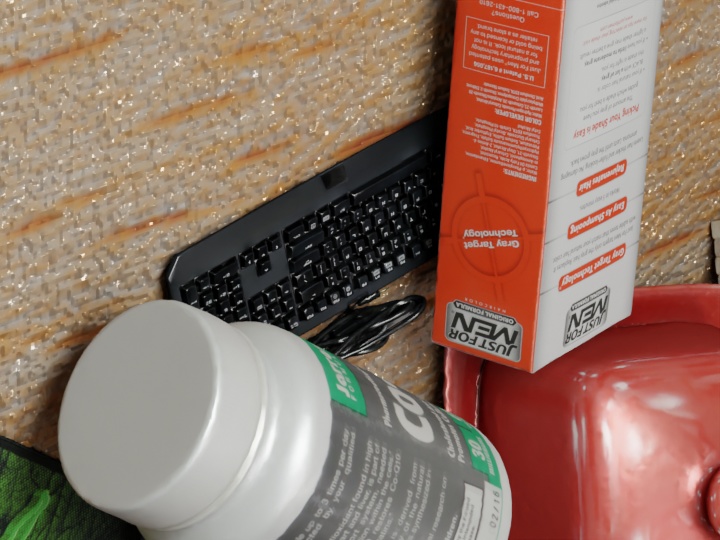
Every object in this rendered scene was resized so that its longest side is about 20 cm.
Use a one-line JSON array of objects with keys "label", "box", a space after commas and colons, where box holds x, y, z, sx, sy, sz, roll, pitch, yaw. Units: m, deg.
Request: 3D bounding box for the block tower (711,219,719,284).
[{"label": "block tower", "box": [0.237, 0.059, 1.530, 0.058, 0.054, 0.200, -4, 88, -43]}]

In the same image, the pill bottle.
[{"label": "pill bottle", "box": [-0.033, 0.090, 1.263, 0.200, 0.113, 0.113, 28, 92, -45]}]

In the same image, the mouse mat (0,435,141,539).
[{"label": "mouse mat", "box": [-0.183, 0.172, 1.268, 0.161, 0.008, 0.200, 30, 91, -50]}]

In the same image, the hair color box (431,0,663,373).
[{"label": "hair color box", "box": [0.089, -0.063, 1.334, 0.102, 0.061, 0.200, -26, 125, -52]}]

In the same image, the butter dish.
[{"label": "butter dish", "box": [0.155, 0.110, 1.417, 0.200, 0.148, 0.199, -4, 92, -29]}]

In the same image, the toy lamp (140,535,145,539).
[{"label": "toy lamp", "box": [-0.133, 0.209, 1.296, 0.200, 0.058, 0.058, -57, 140, -6]}]

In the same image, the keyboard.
[{"label": "keyboard", "box": [0.000, 0.000, 1.326, 0.200, 0.040, 0.104, -30, 131, -29]}]
